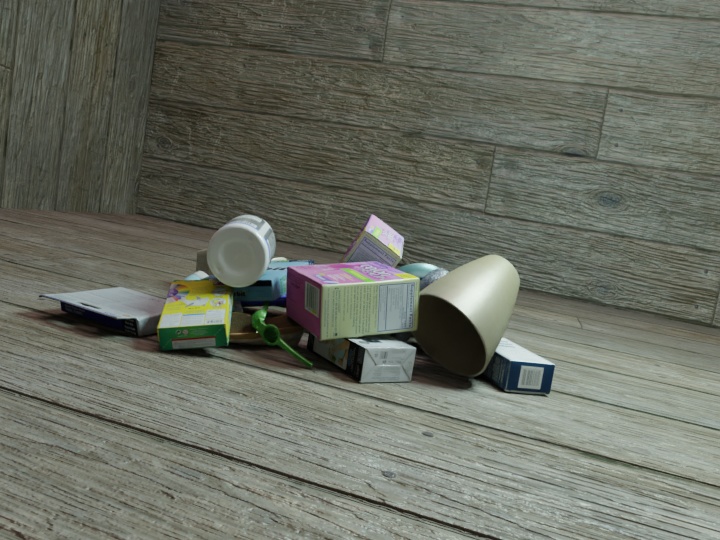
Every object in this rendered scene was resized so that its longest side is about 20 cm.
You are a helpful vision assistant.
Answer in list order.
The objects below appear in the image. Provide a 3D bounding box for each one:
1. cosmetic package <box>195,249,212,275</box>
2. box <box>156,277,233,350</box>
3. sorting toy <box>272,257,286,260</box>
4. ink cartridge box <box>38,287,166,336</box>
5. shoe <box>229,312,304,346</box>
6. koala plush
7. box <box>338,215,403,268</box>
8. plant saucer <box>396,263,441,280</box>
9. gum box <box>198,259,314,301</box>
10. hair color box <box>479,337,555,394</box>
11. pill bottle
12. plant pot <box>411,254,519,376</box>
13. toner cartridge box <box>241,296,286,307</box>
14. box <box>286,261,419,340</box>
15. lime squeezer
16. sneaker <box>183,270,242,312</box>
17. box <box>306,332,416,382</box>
[{"bbox_3d":[-0.334,-0.003,1.560,0.070,0.108,0.198,6,-6,-40],"label":"cosmetic package"},{"bbox_3d":[-0.287,0.067,1.114,0.114,0.049,0.201,-3,27,-6],"label":"box"},{"bbox_3d":[-0.226,0.039,1.626,0.177,0.110,0.198,-4,13,-34],"label":"sorting toy"},{"bbox_3d":[-0.447,0.075,1.159,0.195,0.042,0.199,12,7,24],"label":"ink cartridge box"},{"bbox_3d":[-0.193,0.118,1.168,0.196,0.054,0.070,1,30,-31],"label":"shoe"},{"bbox_3d":[0.103,0.092,1.354,0.195,0.189,0.177,-3,6,1],"label":"koala plush"},{"bbox_3d":[0.000,0.000,1.388,0.096,0.201,0.176,35,16,-4],"label":"box"},{"bbox_3d":[0.128,0.075,1.456,0.195,0.204,0.028,8,34,-10],"label":"plant saucer"},{"bbox_3d":[-0.208,0.018,1.295,0.166,0.046,0.200,-1,12,20],"label":"gum box"},{"bbox_3d":[0.284,0.181,1.239,0.098,0.062,0.200,8,7,-16],"label":"hair color box"},{"bbox_3d":[-0.220,-0.044,1.199,0.111,0.117,0.200,9,11,-4],"label":"pill bottle"},{"bbox_3d":[0.218,0.064,1.209,0.185,0.190,0.200,15,45,44],"label":"plant pot"},{"bbox_3d":[-0.206,0.052,1.454,0.195,0.044,0.095,-2,-13,-12],"label":"toner cartridge box"},{"bbox_3d":[-0.018,0.049,1.162,0.196,0.099,0.175,-2,12,-26],"label":"box"},{"bbox_3d":[-0.156,0.109,1.121,0.070,0.038,0.200,38,6,-45],"label":"lime squeezer"},{"bbox_3d":[-0.333,0.068,1.372,0.081,0.075,0.198,-32,37,-33],"label":"sneaker"},{"bbox_3d":[-0.003,0.143,1.146,0.114,0.062,0.199,5,8,-34],"label":"box"}]
